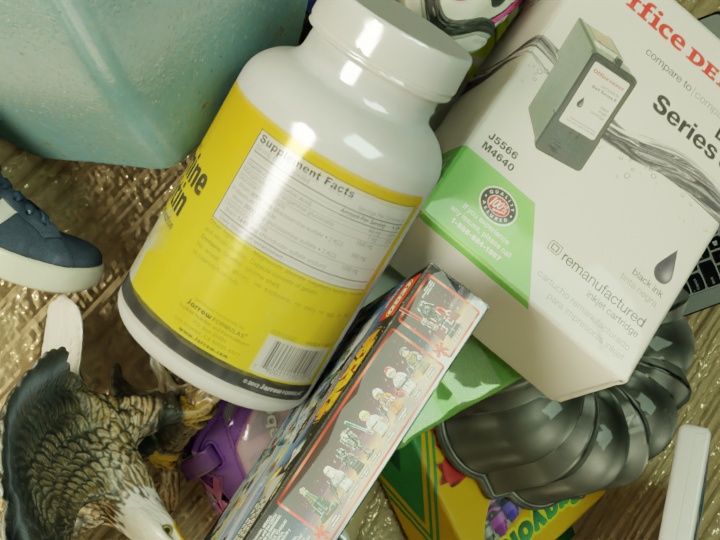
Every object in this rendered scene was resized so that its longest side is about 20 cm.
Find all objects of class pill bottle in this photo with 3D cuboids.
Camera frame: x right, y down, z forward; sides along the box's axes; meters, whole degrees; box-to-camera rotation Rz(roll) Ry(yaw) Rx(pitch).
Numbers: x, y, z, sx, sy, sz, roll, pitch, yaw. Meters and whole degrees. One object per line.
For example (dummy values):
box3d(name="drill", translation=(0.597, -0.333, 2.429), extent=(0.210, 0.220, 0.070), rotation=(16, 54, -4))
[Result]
box3d(name="pill bottle", translation=(-0.029, -0.039, 0.992), extent=(0.112, 0.112, 0.201), rotation=(20, 108, -36))

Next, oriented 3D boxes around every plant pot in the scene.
box3d(name="plant pot", translation=(-0.136, -0.165, 1.009), extent=(0.196, 0.196, 0.201), rotation=(-49, 129, -32))

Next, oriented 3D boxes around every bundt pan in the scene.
box3d(name="bundt pan", translation=(0.128, 0.042, 1.205), extent=(0.201, 0.076, 0.203), rotation=(7, 80, -39))

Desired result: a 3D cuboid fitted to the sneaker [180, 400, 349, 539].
box3d(name="sneaker", translation=(-0.063, 0.111, 1.110), extent=(0.088, 0.080, 0.201), rotation=(-2, 82, -33))

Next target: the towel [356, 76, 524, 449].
box3d(name="towel", translation=(0.027, -0.019, 1.114), extent=(0.149, 0.031, 0.201), rotation=(-27, 87, -19))

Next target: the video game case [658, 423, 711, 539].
box3d(name="video game case", translation=(0.192, 0.215, 1.266), extent=(0.182, 0.024, 0.201), rotation=(67, 35, -69))

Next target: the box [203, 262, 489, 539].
box3d(name="box", translation=(-0.022, 0.097, 0.991), extent=(0.040, 0.137, 0.200), rotation=(36, 74, -5))

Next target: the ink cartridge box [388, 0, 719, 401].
box3d(name="ink cartridge box", translation=(0.120, -0.054, 1.088), extent=(0.145, 0.084, 0.200), rotation=(39, 67, -11))

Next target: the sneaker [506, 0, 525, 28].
box3d(name="sneaker", translation=(0.122, -0.122, 1.184), extent=(0.075, 0.088, 0.201), rotation=(17, 49, -14))

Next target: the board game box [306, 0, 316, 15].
box3d(name="board game box", translation=(-0.014, -0.268, 1.144), extent=(0.159, 0.097, 0.201), rotation=(35, 63, -10))

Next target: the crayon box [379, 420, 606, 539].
box3d(name="crayon box", translation=(0.075, 0.112, 1.234), extent=(0.127, 0.051, 0.201), rotation=(-37, 109, -36))

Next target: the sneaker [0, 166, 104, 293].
box3d(name="sneaker", translation=(-0.203, -0.054, 0.997), extent=(0.199, 0.075, 0.085), rotation=(25, 89, -36))

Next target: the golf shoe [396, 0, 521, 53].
box3d(name="golf shoe", translation=(0.072, -0.179, 1.119), extent=(0.072, 0.092, 0.200), rotation=(35, 40, -10))

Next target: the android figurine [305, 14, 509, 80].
box3d(name="android figurine", translation=(0.031, -0.163, 1.237), extent=(0.181, 0.041, 0.201), rotation=(14, 74, -38))

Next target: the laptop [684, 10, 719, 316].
box3d(name="laptop", translation=(0.174, -0.034, 1.294), extent=(0.188, 0.199, 0.116), rotation=(65, 18, -14))

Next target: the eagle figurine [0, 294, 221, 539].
box3d(name="eagle figurine", translation=(-0.146, 0.110, 0.986), extent=(0.200, 0.150, 0.153), rotation=(-32, 116, -45))
